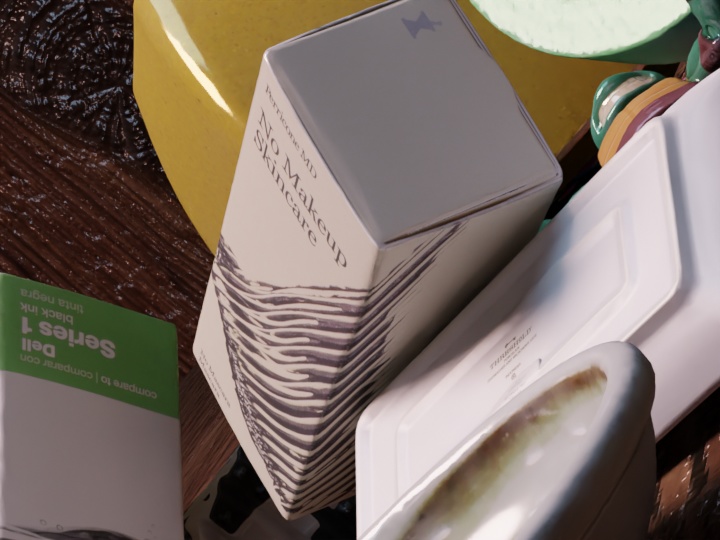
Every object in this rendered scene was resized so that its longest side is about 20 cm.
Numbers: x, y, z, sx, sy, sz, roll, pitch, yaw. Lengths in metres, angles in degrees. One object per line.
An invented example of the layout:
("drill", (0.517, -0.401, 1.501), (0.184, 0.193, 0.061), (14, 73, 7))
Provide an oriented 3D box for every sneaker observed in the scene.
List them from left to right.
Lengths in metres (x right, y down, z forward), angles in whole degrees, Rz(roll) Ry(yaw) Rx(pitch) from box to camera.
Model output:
("sneaker", (-0.043, 0.108, 1.083), (0.200, 0.066, 0.091), (-48, 6, 1))

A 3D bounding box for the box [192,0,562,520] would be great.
("box", (0.000, 0.000, 0.892), (0.068, 0.082, 0.200), (-22, -24, -21))

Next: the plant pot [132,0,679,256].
("plant pot", (0.006, -0.081, 1.225), (0.194, 0.200, 0.196), (-47, -11, -18))

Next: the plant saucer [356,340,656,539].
("plant saucer", (0.012, 0.104, 0.650), (0.200, 0.050, 0.200), (-47, 4, 4))

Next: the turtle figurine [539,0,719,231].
("turtle figurine", (0.098, -0.046, 0.907), (0.150, 0.101, 0.200), (-63, 19, 8))

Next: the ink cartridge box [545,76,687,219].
("ink cartridge box", (0.126, -0.044, 1.082), (0.095, 0.037, 0.200), (-47, 6, -18))

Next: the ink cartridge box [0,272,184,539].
("ink cartridge box", (-0.135, 0.127, 1.013), (0.146, 0.084, 0.200), (-43, 39, 39))

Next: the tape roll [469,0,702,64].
("tape roll", (0.106, -0.183, 1.071), (0.048, 0.201, 0.200), (-1, -31, -42))

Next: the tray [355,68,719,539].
("tray", (0.051, 0.030, 0.802), (0.200, 0.022, 0.107), (-47, 31, 37))
